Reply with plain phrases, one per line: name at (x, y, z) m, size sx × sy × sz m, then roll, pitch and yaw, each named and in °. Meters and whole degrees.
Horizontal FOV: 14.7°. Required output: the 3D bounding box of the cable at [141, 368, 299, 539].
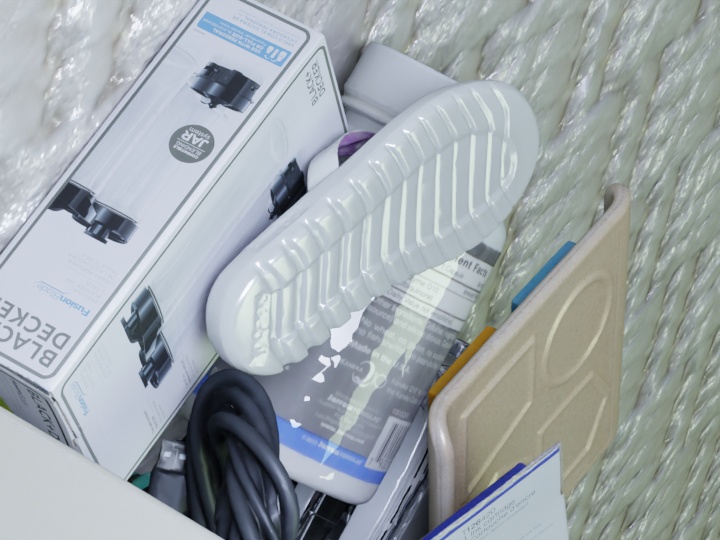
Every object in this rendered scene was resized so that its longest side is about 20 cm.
cable at (-0.063, 0.146, 1.193) m, size 0.163 × 0.051 × 0.201 m, roll 152°, pitch -51°, yaw -68°

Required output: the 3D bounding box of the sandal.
sandal at (0.000, -0.030, 1.236) m, size 0.202 × 0.050 × 0.083 m, roll -34°, pitch 131°, yaw -33°

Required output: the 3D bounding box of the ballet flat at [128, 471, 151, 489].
ballet flat at (-0.096, 0.183, 1.396) m, size 0.067 × 0.070 × 0.200 m, roll -46°, pitch 153°, yaw -36°

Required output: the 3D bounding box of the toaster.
toaster at (-0.003, 0.118, 1.474) m, size 0.200 × 0.113 × 0.129 m, roll -61°, pitch 155°, yaw -2°

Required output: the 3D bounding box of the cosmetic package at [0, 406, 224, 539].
cosmetic package at (-0.113, 0.111, 1.088) m, size 0.073 × 0.200 × 0.104 m, roll -60°, pitch 152°, yaw -8°

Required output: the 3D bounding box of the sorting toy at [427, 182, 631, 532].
sorting toy at (0.081, 0.075, 1.428) m, size 0.200 × 0.036 × 0.185 m, roll -50°, pitch 153°, yaw -35°

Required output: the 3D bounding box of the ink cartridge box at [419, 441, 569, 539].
ink cartridge box at (0.018, 0.182, 1.335) m, size 0.197 × 0.047 × 0.200 m, roll -35°, pitch 143°, yaw -18°

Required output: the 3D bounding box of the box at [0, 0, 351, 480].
box at (-0.086, -0.011, 1.203) m, size 0.200 × 0.060 × 0.117 m, roll -55°, pitch 157°, yaw -19°

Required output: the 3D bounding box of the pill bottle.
pill bottle at (0.000, 0.000, 1.336) m, size 0.200 × 0.114 × 0.114 m, roll -63°, pitch 158°, yaw 1°
